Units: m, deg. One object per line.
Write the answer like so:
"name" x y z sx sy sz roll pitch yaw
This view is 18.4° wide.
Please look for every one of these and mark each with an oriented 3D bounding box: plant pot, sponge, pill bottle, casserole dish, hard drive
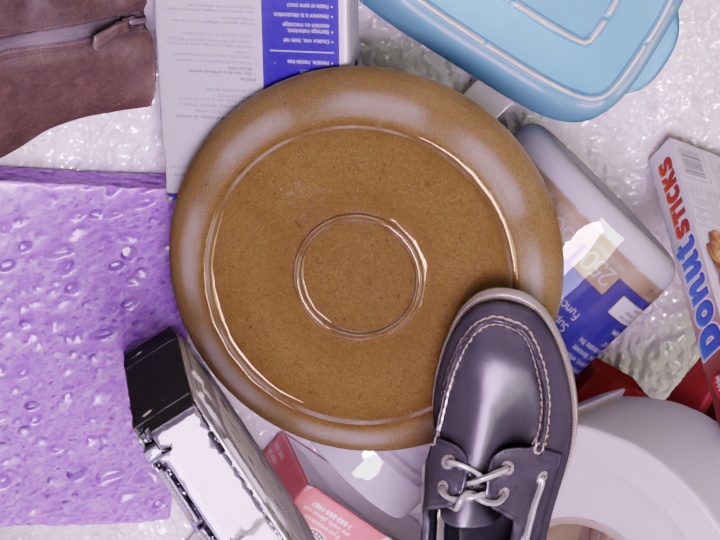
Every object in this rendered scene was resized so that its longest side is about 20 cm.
"plant pot" 0.000 0.000 1.099 0.199 0.027 0.201 3 107 8
"sponge" -0.148 0.042 1.175 0.111 0.030 0.201 0 114 -17
"pill bottle" 0.060 0.029 1.180 0.200 0.116 0.116 -46 119 8
"casserole dish" 0.081 -0.154 1.121 0.199 0.039 0.121 31 95 -16
"hard drive" -0.062 0.107 1.083 0.038 0.200 0.140 -33 101 -1

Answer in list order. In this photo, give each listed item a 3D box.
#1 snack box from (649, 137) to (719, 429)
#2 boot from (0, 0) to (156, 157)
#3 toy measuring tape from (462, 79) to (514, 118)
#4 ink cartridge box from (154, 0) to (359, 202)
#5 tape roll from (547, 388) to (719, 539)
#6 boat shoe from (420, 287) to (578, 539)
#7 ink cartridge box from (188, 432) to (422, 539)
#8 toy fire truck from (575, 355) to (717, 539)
"snack box" 0.204 0.016 1.171 0.072 0.201 0.024 19 132 -27
"boot" -0.190 -0.147 1.062 0.166 0.072 0.201 -19 118 -20
"toy measuring tape" 0.007 -0.046 1.151 0.200 0.074 0.074 -41 119 6
"ink cartridge box" -0.051 -0.129 1.097 0.099 0.039 0.201 4 115 7
"tape roll" 0.133 0.167 1.140 0.071 0.202 0.203 -16 125 -48
"boat shoe" 0.064 0.109 1.080 0.072 0.063 0.201 8 113 7
"ink cartridge box" -0.060 0.206 1.258 0.116 0.068 0.200 37 99 -28
"toy fire truck" 0.132 0.117 1.229 0.049 0.141 0.200 28 104 -26
